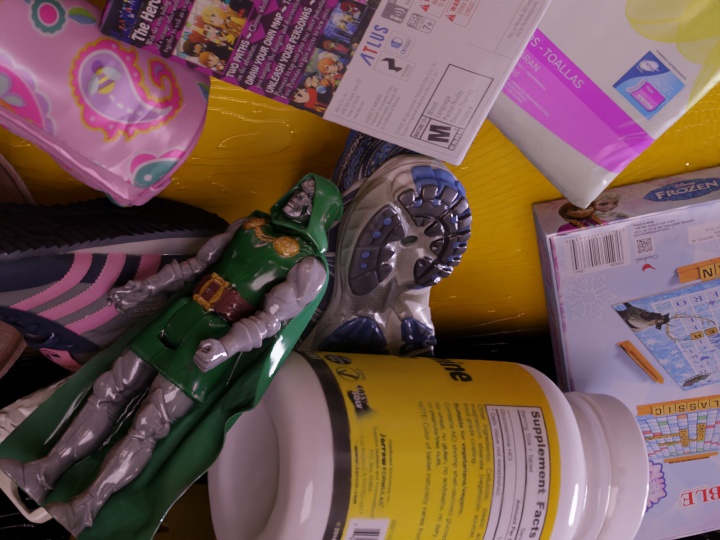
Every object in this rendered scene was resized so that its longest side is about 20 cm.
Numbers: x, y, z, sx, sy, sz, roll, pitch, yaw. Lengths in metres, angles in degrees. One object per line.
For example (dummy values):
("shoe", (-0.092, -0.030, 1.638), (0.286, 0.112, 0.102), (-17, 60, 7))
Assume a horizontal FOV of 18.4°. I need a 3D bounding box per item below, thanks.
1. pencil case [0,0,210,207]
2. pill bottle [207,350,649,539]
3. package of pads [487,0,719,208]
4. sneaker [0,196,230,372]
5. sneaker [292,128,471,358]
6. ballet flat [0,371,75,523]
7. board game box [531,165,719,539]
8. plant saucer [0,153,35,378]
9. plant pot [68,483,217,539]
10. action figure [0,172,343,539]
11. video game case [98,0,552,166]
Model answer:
("pencil case", (-0.168, -0.103, 1.018), (0.200, 0.088, 0.088), (28, 109, -23))
("pill bottle", (0.035, 0.098, 1.081), (0.199, 0.112, 0.113), (4, 116, -28))
("package of pads", (0.121, -0.151, 1.052), (0.200, 0.068, 0.154), (-43, 116, 12))
("sneaker", (-0.147, 0.013, 1.041), (0.199, 0.070, 0.082), (-3, 112, -41))
("sneaker", (0.000, 0.000, 1.108), (0.077, 0.085, 0.200), (0, 139, -25))
("ballet flat", (-0.187, 0.103, 1.118), (0.199, 0.072, 0.072), (-24, 117, 3))
("board game box", (0.201, 0.041, 1.172), (0.199, 0.041, 0.200), (-11, 117, -3))
("plant saucer", (-0.252, -0.005, 1.071), (0.199, 0.037, 0.201), (-7, 124, -11))
("plant pot", (-0.076, 0.215, 1.141), (0.199, 0.200, 0.177), (6, 104, -12))
("action figure", (-0.078, 0.034, 1.015), (0.200, 0.118, 0.055), (-49, 141, -11))
("video game case", (0.001, -0.152, 0.959), (0.181, 0.036, 0.200), (19, 132, -10))
